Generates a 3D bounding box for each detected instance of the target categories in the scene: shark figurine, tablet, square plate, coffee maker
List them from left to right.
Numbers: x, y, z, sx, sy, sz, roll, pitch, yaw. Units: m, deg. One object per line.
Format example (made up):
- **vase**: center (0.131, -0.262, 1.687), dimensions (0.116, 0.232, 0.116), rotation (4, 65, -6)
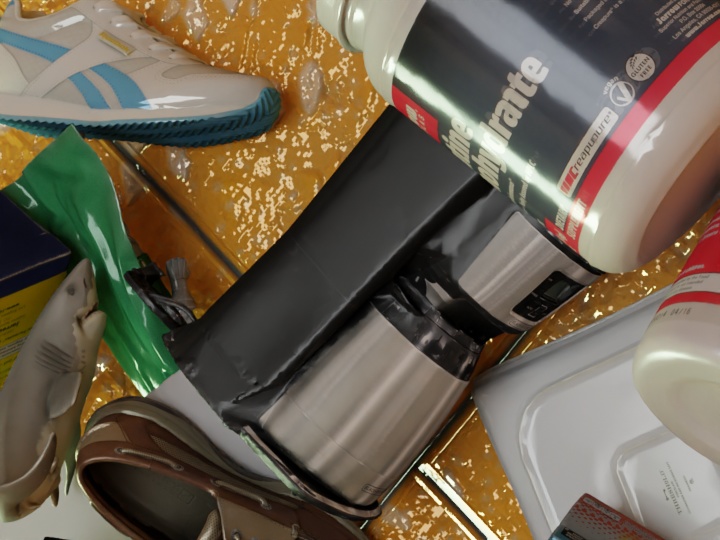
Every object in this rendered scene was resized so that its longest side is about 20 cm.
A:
- **shark figurine**: center (-0.198, 0.091, 1.221), dimensions (0.089, 0.215, 0.128), rotation (13, 118, 0)
- **tablet**: center (-0.115, 0.149, 1.309), dimensions (0.200, 0.014, 0.130), rotation (-39, 97, 22)
- **coffee maker**: center (0.000, 0.000, 1.196), dimensions (0.192, 0.135, 0.200), rotation (42, 99, 1)
- **square plate**: center (0.168, 0.110, 1.175), dimensions (0.198, 0.028, 0.200), rotation (-28, 76, 26)

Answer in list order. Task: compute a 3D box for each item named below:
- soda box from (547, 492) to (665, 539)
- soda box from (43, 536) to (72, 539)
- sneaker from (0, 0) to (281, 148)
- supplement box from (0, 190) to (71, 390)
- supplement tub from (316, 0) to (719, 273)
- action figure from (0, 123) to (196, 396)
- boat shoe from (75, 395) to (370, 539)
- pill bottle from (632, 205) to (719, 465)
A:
- **soda box**: center (0.174, 0.195, 1.116), dimensions (0.200, 0.068, 0.064), rotation (30, 112, 11)
- **soda box**: center (-0.100, 0.196, 1.214), dimensions (0.200, 0.063, 0.071), rotation (1, 130, 34)
- **sneaker**: center (-0.138, -0.117, 1.325), dimensions (0.200, 0.076, 0.081), rotation (7, 84, 25)
- **supplement box**: center (-0.261, 0.049, 1.330), dimensions (0.109, 0.109, 0.200), rotation (40, 131, 24)
- **supplement tub**: center (0.092, -0.107, 1.087), dimensions (0.200, 0.140, 0.140), rotation (39, 107, 17)
- **action figure**: center (-0.130, 0.018, 1.315), dimensions (0.200, 0.055, 0.118), rotation (57, 145, 2)
- **boat shoe**: center (-0.075, 0.148, 1.252), dimensions (0.200, 0.072, 0.076), rotation (29, 114, 1)
- **pill bottle**: center (0.219, -0.006, 1.062), dimensions (0.112, 0.112, 0.200), rotation (20, 64, 28)
